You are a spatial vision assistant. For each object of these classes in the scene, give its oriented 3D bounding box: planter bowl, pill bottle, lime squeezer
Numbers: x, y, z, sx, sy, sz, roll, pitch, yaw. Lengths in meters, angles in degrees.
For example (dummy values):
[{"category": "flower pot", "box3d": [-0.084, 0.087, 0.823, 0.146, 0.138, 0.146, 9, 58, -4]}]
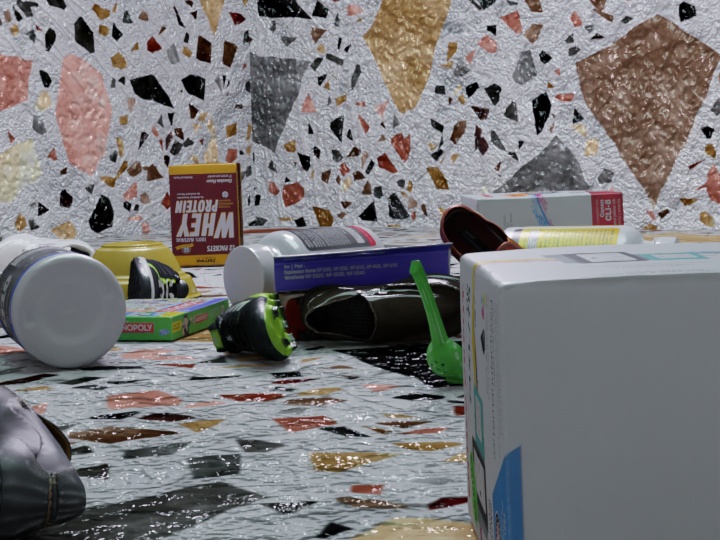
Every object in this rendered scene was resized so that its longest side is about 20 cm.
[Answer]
[{"category": "planter bowl", "box3d": [-0.337, 0.000, 2.113, 0.199, 0.084, 0.200, -1, 5, 0]}, {"category": "pill bottle", "box3d": [0.260, 0.006, 1.617, 0.199, 0.113, 0.112, 0, 5, 20]}, {"category": "pill bottle", "box3d": [-0.069, 0.003, 1.784, 0.199, 0.111, 0.110, -5, 6, -43]}, {"category": "pill bottle", "box3d": [-0.317, 0.033, 1.470, 0.113, 0.114, 0.200, -3, 4, -21]}, {"category": "lime squeezer", "box3d": [0.089, 0.067, 1.236, 0.038, 0.071, 0.200, -17, -35, 30]}]

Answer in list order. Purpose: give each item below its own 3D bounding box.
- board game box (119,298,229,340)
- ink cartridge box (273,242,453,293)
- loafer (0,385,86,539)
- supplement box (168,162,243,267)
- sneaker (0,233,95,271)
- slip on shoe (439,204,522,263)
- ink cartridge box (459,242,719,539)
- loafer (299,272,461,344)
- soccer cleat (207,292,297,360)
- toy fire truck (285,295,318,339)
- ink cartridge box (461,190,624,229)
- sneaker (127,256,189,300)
[{"category": "board game box", "box3d": [-0.251, 0.057, 1.694, 0.134, 0.029, 0.200, -2, 4, 13]}, {"category": "ink cartridge box", "box3d": [0.000, 0.000, 1.599, 0.197, 0.044, 0.200, -5, -3, -2]}, {"category": "loafer", "box3d": [-0.202, 0.109, 0.812, 0.072, 0.073, 0.200, 6, 12, -18]}, {"category": "supplement box", "box3d": [-0.302, -0.113, 2.810, 0.132, 0.198, 0.200, -2, 5, -2]}, {"category": "sneaker", "box3d": [-0.596, -0.033, 2.681, 0.199, 0.075, 0.100, -4, 4, -22]}, {"category": "slip on shoe", "box3d": [0.160, -0.003, 1.561, 0.200, 0.074, 0.061, 43, 1, 22]}, {"category": "ink cartridge box", "box3d": [0.127, 0.066, 0.669, 0.145, 0.148, 0.200, -2, 4, 0]}, {"category": "loafer", "box3d": [0.030, 0.050, 1.491, 0.199, 0.073, 0.071, -6, 13, 12]}, {"category": "soccer cleat", "box3d": [-0.111, 0.062, 1.433, 0.081, 0.068, 0.200, -20, 5, -4]}, {"category": "toy fire truck", "box3d": [0.025, 0.045, 1.604, 0.199, 0.049, 0.141, -2, 3, 12]}, {"category": "ink cartridge box", "box3d": [0.241, -0.033, 1.917, 0.199, 0.146, 0.145, -3, 5, -5]}, {"category": "sneaker", "box3d": [-0.274, 0.016, 1.941, 0.082, 0.072, 0.200, 7, 8, -11]}]
